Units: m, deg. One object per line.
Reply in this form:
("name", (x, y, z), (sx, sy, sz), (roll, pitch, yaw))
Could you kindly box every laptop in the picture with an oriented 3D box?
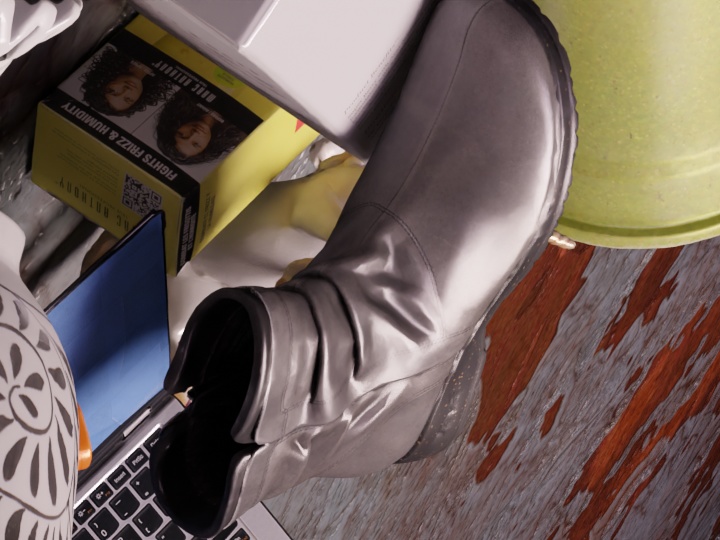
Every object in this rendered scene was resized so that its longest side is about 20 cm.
("laptop", (-0.095, 0.119, 1.055), (0.187, 0.200, 0.116), (-44, -167, -25))

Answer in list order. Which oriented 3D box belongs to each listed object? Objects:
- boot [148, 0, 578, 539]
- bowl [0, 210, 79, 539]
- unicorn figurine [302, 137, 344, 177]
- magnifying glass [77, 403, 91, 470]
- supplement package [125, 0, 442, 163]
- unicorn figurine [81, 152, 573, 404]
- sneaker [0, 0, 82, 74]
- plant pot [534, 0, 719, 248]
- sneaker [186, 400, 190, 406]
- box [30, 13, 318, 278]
("boot", (0.000, 0.000, 1.030), (0.131, 0.070, 0.201), (-16, 126, -47))
("bowl", (-0.152, 0.013, 0.819), (0.201, 0.200, 0.095), (54, 59, -74))
("unicorn figurine", (0.024, -0.107, 1.315), (0.201, 0.074, 0.137), (-61, 176, -8))
("magnifying glass", (-0.181, 0.076, 0.942), (0.199, 0.080, 0.022), (-14, 175, -24))
("supplement package", (-0.030, -0.133, 1.013), (0.122, 0.120, 0.200), (-55, 166, -1))
("unicorn figurine", (-0.027, -0.006, 1.178), (0.138, 0.199, 0.074), (-67, 157, -49))
("sneaker", (-0.155, -0.067, 0.866), (0.081, 0.075, 0.200), (-49, 165, 16))
("plant pot", (0.134, -0.146, 1.414), (0.200, 0.200, 0.185), (-48, 152, -29))
("sneaker", (-0.130, 0.114, 1.294), (0.201, 0.075, 0.090), (-64, 169, 21))
("box", (-0.040, -0.087, 1.167), (0.200, 0.075, 0.050), (-44, 160, -36))
